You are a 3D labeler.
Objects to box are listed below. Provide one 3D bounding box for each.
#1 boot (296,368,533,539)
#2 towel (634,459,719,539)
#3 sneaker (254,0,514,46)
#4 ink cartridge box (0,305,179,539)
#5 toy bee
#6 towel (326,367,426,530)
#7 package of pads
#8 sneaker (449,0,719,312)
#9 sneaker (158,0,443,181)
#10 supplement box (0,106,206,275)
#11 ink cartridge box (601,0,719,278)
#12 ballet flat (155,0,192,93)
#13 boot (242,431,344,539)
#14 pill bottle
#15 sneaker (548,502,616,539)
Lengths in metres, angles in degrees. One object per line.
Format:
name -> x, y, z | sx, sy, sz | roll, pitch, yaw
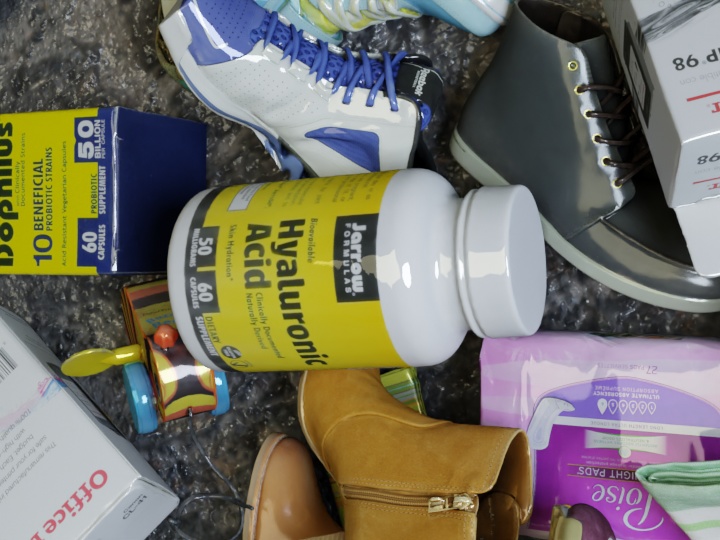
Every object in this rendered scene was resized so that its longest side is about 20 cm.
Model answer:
boot -> 0.033, 0.100, 0.706 | 0.143, 0.071, 0.203 | -17, 52, 34
towel -> 0.244, 0.149, 0.592 | 0.152, 0.200, 0.024 | -10, 46, 39
sneaker -> -0.001, -0.166, 0.775 | 0.200, 0.079, 0.131 | 39, 105, 31
ink cartridge box -> -0.249, 0.139, 0.865 | 0.148, 0.086, 0.200 | -45, 67, -4
toy bee -> -0.111, 0.057, 0.784 | 0.200, 0.130, 0.109 | 37, 141, 34
towel -> 0.027, 0.169, 0.796 | 0.086, 0.018, 0.202 | -20, 82, 31
package of pads -> 0.167, 0.097, 0.691 | 0.198, 0.076, 0.122 | 1, 89, 26
sneaker -> 0.141, -0.065, 0.685 | 0.199, 0.075, 0.107 | 37, 131, 23
sneaker -> -0.016, -0.111, 0.736 | 0.115, 0.081, 0.200 | -25, 121, 29
supplement box -> -0.219, -0.052, 0.865 | 0.198, 0.109, 0.110 | 0, 90, 27
ink cartridge box -> 0.199, -0.108, 0.623 | 0.115, 0.067, 0.202 | -13, 62, 3
ballet flat -> -0.111, -0.221, 0.834 | 0.070, 0.071, 0.202 | 0, 90, 26
boot -> 0.013, 0.194, 0.764 | 0.153, 0.074, 0.202 | -11, 85, 23
pill bottle -> 0.000, 0.000, 0.697 | 0.198, 0.111, 0.112 | -4, 88, 23
sneaker -> 0.150, 0.187, 0.653 | 0.089, 0.201, 0.075 | 3, 55, 22
